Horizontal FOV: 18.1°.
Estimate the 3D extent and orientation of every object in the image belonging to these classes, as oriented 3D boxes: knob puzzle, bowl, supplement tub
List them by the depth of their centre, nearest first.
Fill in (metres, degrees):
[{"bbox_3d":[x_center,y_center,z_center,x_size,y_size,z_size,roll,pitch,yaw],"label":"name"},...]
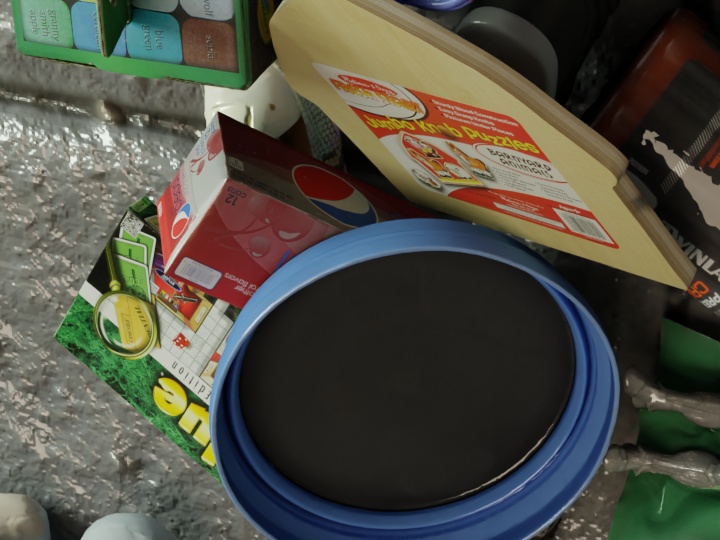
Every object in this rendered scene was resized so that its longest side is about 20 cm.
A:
[{"bbox_3d":[0.042,-0.075,0.992,0.219,0.030,0.220,30,167,8],"label":"knob puzzle"},{"bbox_3d":[0.193,-0.024,1.052,0.200,0.107,0.107,38,127,1],"label":"supplement tub"},{"bbox_3d":[0.025,0.062,1.103,0.200,0.039,0.201,-3,125,-5],"label":"bowl"}]

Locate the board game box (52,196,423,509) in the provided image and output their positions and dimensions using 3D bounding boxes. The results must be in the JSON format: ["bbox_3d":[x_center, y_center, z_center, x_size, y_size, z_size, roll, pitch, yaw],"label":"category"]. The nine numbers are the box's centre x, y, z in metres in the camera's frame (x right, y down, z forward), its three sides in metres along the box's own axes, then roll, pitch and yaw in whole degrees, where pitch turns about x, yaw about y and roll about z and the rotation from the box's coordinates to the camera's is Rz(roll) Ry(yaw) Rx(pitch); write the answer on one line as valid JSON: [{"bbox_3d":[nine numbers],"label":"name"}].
[{"bbox_3d":[-0.065,0.062,1.198,0.200,0.023,0.105,39,127,8],"label":"board game box"}]

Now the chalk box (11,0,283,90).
[{"bbox_3d":[-0.088,-0.166,1.041,0.124,0.200,0.125,11,122,19],"label":"chalk box"}]

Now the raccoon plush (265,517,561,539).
[{"bbox_3d":[0.043,0.122,1.242,0.134,0.097,0.200,35,104,16],"label":"raccoon plush"}]

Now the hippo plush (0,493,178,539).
[{"bbox_3d":[-0.169,0.225,1.334,0.160,0.159,0.200,-7,114,29],"label":"hippo plush"}]

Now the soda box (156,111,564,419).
[{"bbox_3d":[0.000,0.000,1.125,0.200,0.070,0.063,26,115,-22],"label":"soda box"}]

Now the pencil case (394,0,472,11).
[{"bbox_3d":[0.068,-0.176,0.966,0.078,0.200,0.087,43,137,7],"label":"pencil case"}]

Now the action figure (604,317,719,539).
[{"bbox_3d":[0.219,0.091,1.087,0.200,0.055,0.118,9,82,30],"label":"action figure"}]

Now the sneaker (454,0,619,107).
[{"bbox_3d":[0.081,-0.099,1.089,0.071,0.099,0.200,31,158,7],"label":"sneaker"}]

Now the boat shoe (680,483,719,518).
[{"bbox_3d":[0.232,0.126,1.133,0.200,0.069,0.072,37,177,39],"label":"boat shoe"}]

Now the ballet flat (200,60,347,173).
[{"bbox_3d":[-0.044,-0.055,1.166,0.069,0.071,0.200,-3,117,32],"label":"ballet flat"}]
